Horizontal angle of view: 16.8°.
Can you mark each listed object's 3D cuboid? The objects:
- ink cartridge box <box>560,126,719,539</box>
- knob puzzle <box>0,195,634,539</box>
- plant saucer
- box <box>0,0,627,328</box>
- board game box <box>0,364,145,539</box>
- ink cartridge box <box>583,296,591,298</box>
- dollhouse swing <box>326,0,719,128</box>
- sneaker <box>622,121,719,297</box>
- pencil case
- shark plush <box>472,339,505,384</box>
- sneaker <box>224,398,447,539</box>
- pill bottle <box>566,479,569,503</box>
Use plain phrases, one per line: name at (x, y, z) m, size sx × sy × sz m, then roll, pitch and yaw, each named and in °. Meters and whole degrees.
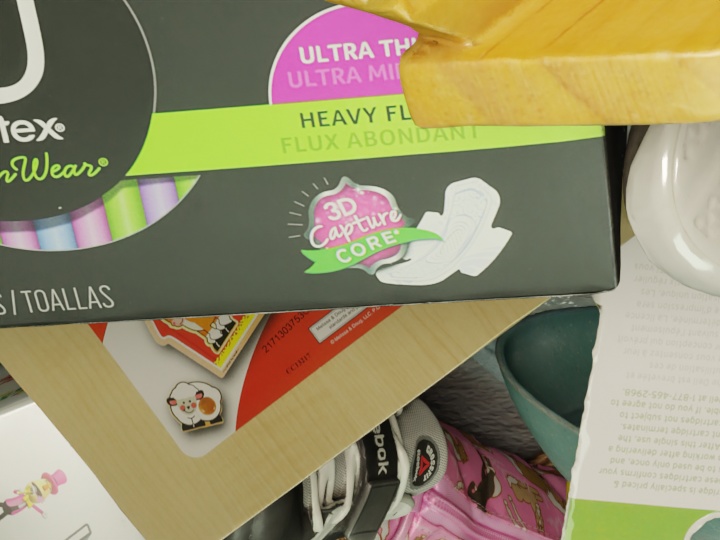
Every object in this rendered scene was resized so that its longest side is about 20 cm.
ink cartridge box at (0.132, 0.005, 0.732) m, size 0.147 × 0.076 × 0.201 m, roll 5°, pitch 110°, yaw -7°
knob puzzle at (-0.044, -0.044, 0.698) m, size 0.218 × 0.221 × 0.030 m, roll -5°, pitch -173°, yaw 12°
plant saucer at (0.141, 0.063, 0.848) m, size 0.199 × 0.036 × 0.200 m, roll 11°, pitch -165°, yaw -3°
box at (-0.039, -0.080, 0.589) m, size 0.199 × 0.125 × 0.149 m, roll -4°, pitch 121°, yaw 10°
board game box at (-0.084, 0.098, 0.851) m, size 0.064 × 0.148 × 0.200 m, roll -21°, pitch -175°, yaw 0°
ink cartridge box at (0.167, -0.013, 0.864) m, size 0.195 × 0.044 × 0.200 m, roll 8°, pitch 151°, yaw -15°
dollhouse swing at (0.095, -0.130, 0.410) m, size 0.175 × 0.182 × 0.201 m, roll 20°, pitch 139°, yaw 42°
sneaker at (0.104, -0.063, 0.611) m, size 0.082 × 0.200 × 0.077 m, roll -16°, pitch 120°, yaw 46°
pencil case at (0.051, 0.110, 1.050) m, size 0.086 × 0.083 × 0.200 m, roll -29°, pitch 145°, yaw 27°
shark plush at (0.000, 0.000, 0.846) m, size 0.090 × 0.084 × 0.200 m, roll -8°, pitch 152°, yaw 16°
sneaker at (-0.013, 0.059, 0.845) m, size 0.088 × 0.075 × 0.200 m, roll 1°, pitch -175°, yaw 1°
pill bottle at (0.132, 0.127, 0.955) m, size 0.103 × 0.201 × 0.104 m, roll 2°, pitch 158°, yaw 1°
